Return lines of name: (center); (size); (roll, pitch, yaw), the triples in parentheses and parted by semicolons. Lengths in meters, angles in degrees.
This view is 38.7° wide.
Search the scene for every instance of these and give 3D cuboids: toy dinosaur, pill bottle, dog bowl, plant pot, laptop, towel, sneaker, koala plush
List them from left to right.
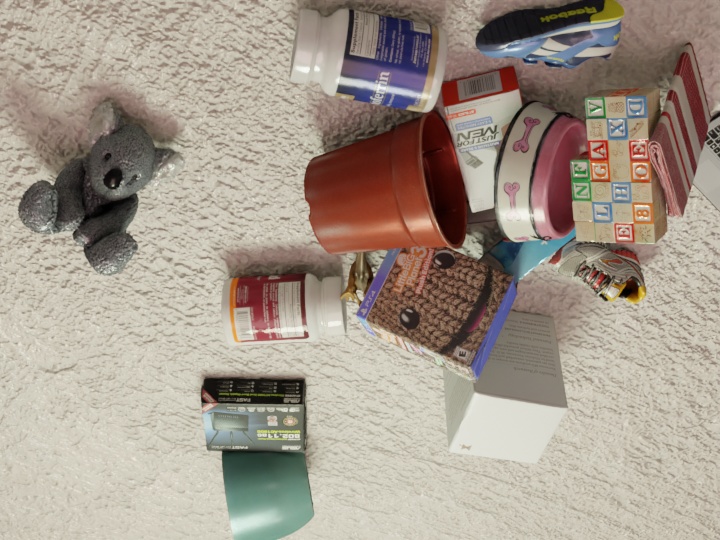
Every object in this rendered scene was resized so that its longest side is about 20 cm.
koala plush: (-0.371, -0.134, 1.510); (0.176, 0.184, 0.201); (33, 106, -13)
plant pot: (-0.177, 0.434, 2.013); (0.159, 0.202, 0.202); (-10, 134, -4)
pill bottle: (-0.124, 0.064, 1.703); (0.197, 0.115, 0.115); (-3, 134, 3)
toy dinosaur: (0.000, 0.000, 1.664); (0.060, 0.107, 0.201); (3, 141, 4)
pill bottle: (0.009, -0.284, 1.367); (0.197, 0.117, 0.116); (9, 134, -7)
plant pot: (0.033, -0.113, 1.490); (0.193, 0.202, 0.202); (-11, 134, 21)
dog bowl: (0.264, -0.134, 1.444); (0.073, 0.201, 0.201); (13, 143, 33)
sneaker: (0.254, -0.305, 1.375); (0.197, 0.075, 0.083); (-6, 136, 8)
sneaker: (0.386, 0.001, 1.635); (0.198, 0.083, 0.078); (12, 134, -30)
towel: (0.438, -0.192, 1.403); (0.023, 0.201, 0.145); (3, 141, 34)
laptop: (0.587, -0.143, 1.497); (0.199, 0.117, 0.187); (-35, 124, 30)

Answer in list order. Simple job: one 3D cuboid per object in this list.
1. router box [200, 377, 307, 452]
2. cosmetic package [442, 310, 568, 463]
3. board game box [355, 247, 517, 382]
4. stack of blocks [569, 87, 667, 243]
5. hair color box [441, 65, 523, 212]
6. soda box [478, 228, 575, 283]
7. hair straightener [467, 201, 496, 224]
router box: (-0.200, 0.276, 1.944); (0.197, 0.063, 0.151); (1, 135, 0)
cosmetic package: (0.243, 0.196, 1.766); (0.164, 0.201, 0.168); (9, 135, -8)
board game box: (0.120, 0.053, 1.590); (0.198, 0.161, 0.097); (23, 167, 19)
stack of blocks: (0.349, -0.142, 1.396); (0.114, 0.058, 0.203); (4, 111, 34)
hair color box: (0.192, -0.187, 1.494); (0.110, 0.064, 0.201); (-12, 134, 11)
soda box: (0.269, -0.044, 1.614); (0.068, 0.064, 0.200); (50, 123, 4)
hair straightener: (0.142, -0.090, 1.586); (0.197, 0.077, 0.042); (-1, 98, 11)
